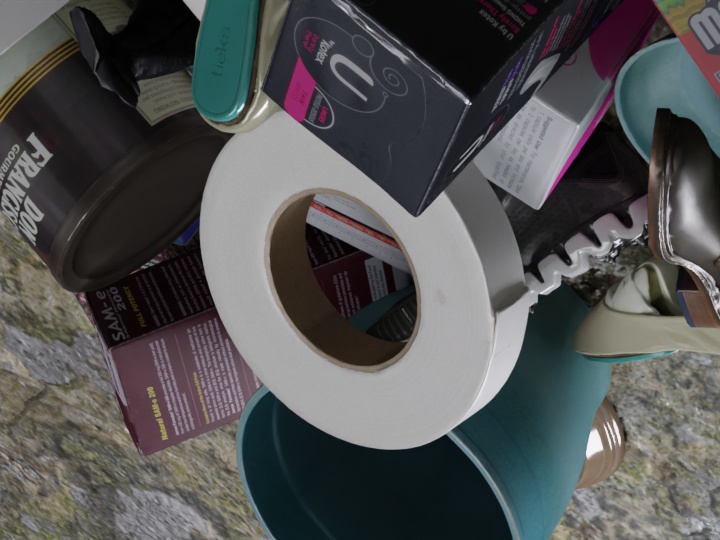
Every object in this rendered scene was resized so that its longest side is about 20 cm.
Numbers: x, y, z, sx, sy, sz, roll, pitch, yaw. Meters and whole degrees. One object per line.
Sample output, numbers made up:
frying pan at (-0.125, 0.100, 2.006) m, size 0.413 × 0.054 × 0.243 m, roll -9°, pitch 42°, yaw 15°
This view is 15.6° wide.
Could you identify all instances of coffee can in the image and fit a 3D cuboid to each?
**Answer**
coffee can at (-0.189, -0.108, 1.626) m, size 0.200 × 0.146 × 0.147 m, roll 48°, pitch 156°, yaw 16°

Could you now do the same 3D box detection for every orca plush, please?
orca plush at (-0.091, -0.168, 1.449) m, size 0.105 × 0.200 × 0.071 m, roll 42°, pitch 126°, yaw 14°

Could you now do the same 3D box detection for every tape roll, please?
tape roll at (0.000, 0.000, 1.439) m, size 0.202 × 0.037 × 0.204 m, roll 18°, pitch 122°, yaw 31°

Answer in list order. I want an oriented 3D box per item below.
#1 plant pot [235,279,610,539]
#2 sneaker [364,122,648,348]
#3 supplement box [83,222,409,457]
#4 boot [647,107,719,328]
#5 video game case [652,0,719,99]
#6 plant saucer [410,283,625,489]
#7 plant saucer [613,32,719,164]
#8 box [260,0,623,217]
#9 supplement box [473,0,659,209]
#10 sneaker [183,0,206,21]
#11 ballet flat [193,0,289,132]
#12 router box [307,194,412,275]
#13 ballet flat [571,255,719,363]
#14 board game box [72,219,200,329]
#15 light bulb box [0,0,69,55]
plant pot at (0.057, 0.091, 1.626) m, size 0.199 × 0.188 × 0.201 m, roll 21°, pitch 134°, yaw 24°
sneaker at (0.079, -0.018, 1.498) m, size 0.091 × 0.199 × 0.066 m, roll 61°, pitch -174°, yaw 7°
supplement box at (-0.068, 0.032, 1.696) m, size 0.109 × 0.199 × 0.061 m, roll 79°, pitch 166°, yaw -46°
boot at (0.204, -0.027, 1.347) m, size 0.096 × 0.075 × 0.200 m, roll 4°, pitch 158°, yaw 19°
video game case at (0.183, -0.173, 1.187) m, size 0.143 × 0.017 × 0.200 m, roll -30°, pitch 118°, yaw 18°
plant saucer at (0.087, 0.087, 1.794) m, size 0.199 × 0.030 × 0.200 m, roll 27°, pitch 152°, yaw 16°
plant saucer at (0.228, -0.072, 1.342) m, size 0.199 × 0.036 × 0.200 m, roll 22°, pitch 157°, yaw 10°
box at (0.059, -0.145, 1.261) m, size 0.106 × 0.200 × 0.122 m, roll 39°, pitch 153°, yaw 8°
supplement box at (0.046, -0.141, 1.401) m, size 0.199 × 0.101 × 0.103 m, roll 33°, pitch 153°, yaw 8°
sneaker at (-0.114, -0.190, 1.347) m, size 0.075 × 0.088 × 0.201 m, roll 22°, pitch 142°, yaw 55°
ballet flat at (-0.040, -0.167, 1.308) m, size 0.069 × 0.069 × 0.201 m, roll 22°, pitch 112°, yaw 25°
router box at (-0.011, -0.086, 1.569) m, size 0.200 × 0.049 × 0.180 m, roll 27°, pitch 154°, yaw 43°
ballet flat at (0.196, 0.017, 1.530) m, size 0.199 × 0.070 × 0.070 m, roll 0°, pitch 136°, yaw 47°
board game box at (-0.121, -0.013, 1.804) m, size 0.159 × 0.097 × 0.200 m, roll 15°, pitch 146°, yaw 36°
light bulb box at (-0.230, -0.213, 1.445) m, size 0.125 × 0.198 × 0.200 m, roll 57°, pitch 170°, yaw -33°
